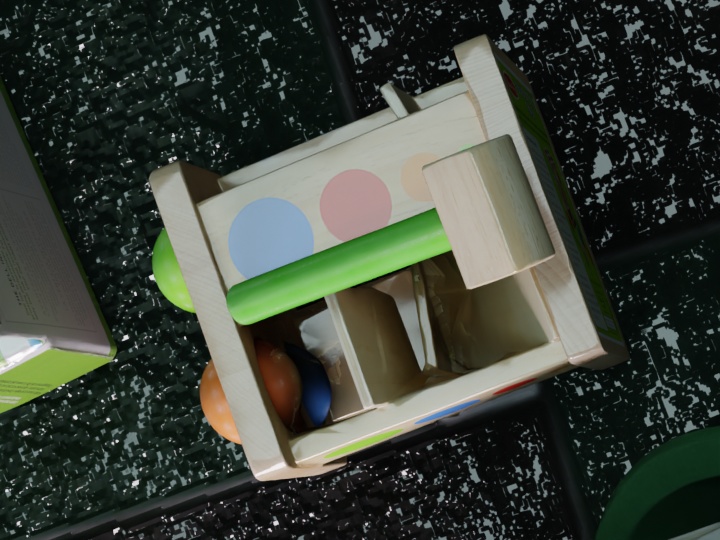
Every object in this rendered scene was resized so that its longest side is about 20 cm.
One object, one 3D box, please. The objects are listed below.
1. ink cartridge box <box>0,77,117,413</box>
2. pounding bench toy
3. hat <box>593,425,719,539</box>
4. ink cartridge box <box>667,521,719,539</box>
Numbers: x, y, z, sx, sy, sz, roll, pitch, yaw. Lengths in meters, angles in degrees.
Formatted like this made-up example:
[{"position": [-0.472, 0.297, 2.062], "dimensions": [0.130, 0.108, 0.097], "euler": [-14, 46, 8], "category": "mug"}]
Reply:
[{"position": [-0.181, -0.021, 0.985], "dimensions": [0.076, 0.200, 0.148], "euler": [-26, 82, 9], "category": "ink cartridge box"}, {"position": [0.000, 0.000, 0.948], "dimensions": [0.155, 0.200, 0.125], "euler": [-21, 83, 9], "category": "pounding bench toy"}, {"position": [0.215, 0.117, 0.991], "dimensions": [0.200, 0.176, 0.166], "euler": [-26, 84, 48], "category": "hat"}, {"position": [0.107, 0.211, 0.942], "dimensions": [0.146, 0.083, 0.201], "euler": [-30, 80, 47], "category": "ink cartridge box"}]
